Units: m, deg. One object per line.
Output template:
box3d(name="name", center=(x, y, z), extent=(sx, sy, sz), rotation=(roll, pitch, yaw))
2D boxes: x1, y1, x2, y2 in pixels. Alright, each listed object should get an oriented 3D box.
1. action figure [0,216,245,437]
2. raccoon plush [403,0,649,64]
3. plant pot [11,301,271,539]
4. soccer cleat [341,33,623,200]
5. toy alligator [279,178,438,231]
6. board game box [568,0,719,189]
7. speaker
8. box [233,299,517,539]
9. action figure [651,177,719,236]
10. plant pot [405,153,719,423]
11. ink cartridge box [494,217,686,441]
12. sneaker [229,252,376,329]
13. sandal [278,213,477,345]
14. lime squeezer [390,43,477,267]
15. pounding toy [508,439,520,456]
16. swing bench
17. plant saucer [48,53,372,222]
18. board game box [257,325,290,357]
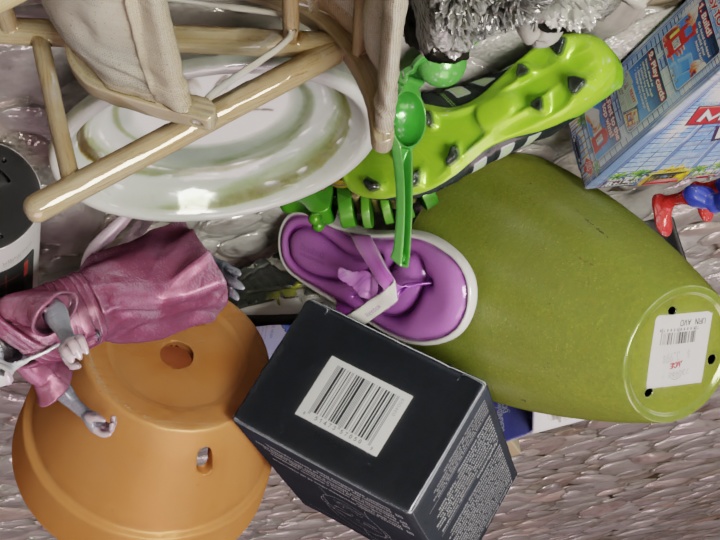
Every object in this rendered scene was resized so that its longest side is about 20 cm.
box3d(name="action figure", center=(-0.184, 0.021, 0.888), extent=(0.200, 0.149, 0.134), rotation=(-20, 154, -30))
box3d(name="raccoon plush", center=(0.086, -0.175, 0.662), extent=(0.134, 0.097, 0.200), rotation=(-15, 160, -10))
box3d(name="plant pot", center=(-0.151, 0.103, 1.022), extent=(0.200, 0.200, 0.140), rotation=(-1, 141, -23))
box3d(name="soccer cleat", center=(0.079, -0.094, 0.896), extent=(0.200, 0.068, 0.081), rotation=(-22, 168, 26))
box3d(name="toy alligator", center=(-0.015, -0.052, 0.964), extent=(0.200, 0.054, 0.059), rotation=(-12, 158, 4))
box3d(name="board game box", center=(0.261, -0.130, 0.890), extent=(0.200, 0.062, 0.200), rotation=(-6, 159, -11))
box3d(name="speaker", center=(-0.258, -0.009, 0.924), extent=(0.081, 0.081, 0.200), rotation=(-4, 157, -17))
box3d(name="box", center=(0.018, 0.131, 1.007), extent=(0.148, 0.107, 0.200), rotation=(25, 161, 23))
box3d(name="action figure", center=(0.299, -0.033, 0.992), extent=(0.065, 0.099, 0.200), rotation=(-20, 179, -21))
box3d(name="plant pot", center=(0.154, 0.028, 0.952), extent=(0.187, 0.187, 0.200), rotation=(2, -167, -30))
box3d(name="ink cartridge box", center=(0.182, 0.045, 1.136), extent=(0.200, 0.198, 0.047), rotation=(-15, 125, 10))
box3d(name="sneaker", center=(-0.014, 0.033, 1.091), extent=(0.200, 0.074, 0.085), rotation=(-7, 120, -17))
box3d(name="sandal", center=(0.000, 0.007, 0.975), extent=(0.050, 0.083, 0.203), rotation=(-13, -160, -39))
box3d(name="lime squeezer", center=(0.048, -0.106, 0.835), extent=(0.038, 0.071, 0.200), rotation=(17, 111, -37))
box3d(name="pounding toy", center=(0.048, 0.125, 1.376), extent=(0.184, 0.142, 0.200), rotation=(-17, 147, 15))
box3d(name="swing bench", center=(-0.082, -0.134, 0.631), extent=(0.200, 0.130, 0.199), rotation=(-13, 159, -8))
box3d(name="plant saucer", center=(-0.089, -0.092, 0.832), extent=(0.200, 0.050, 0.200), rotation=(-9, 159, -3))
box3d(name="board game box", center=(-0.137, 0.059, 1.204), extent=(0.199, 0.041, 0.200), rotation=(-6, 158, -11))
